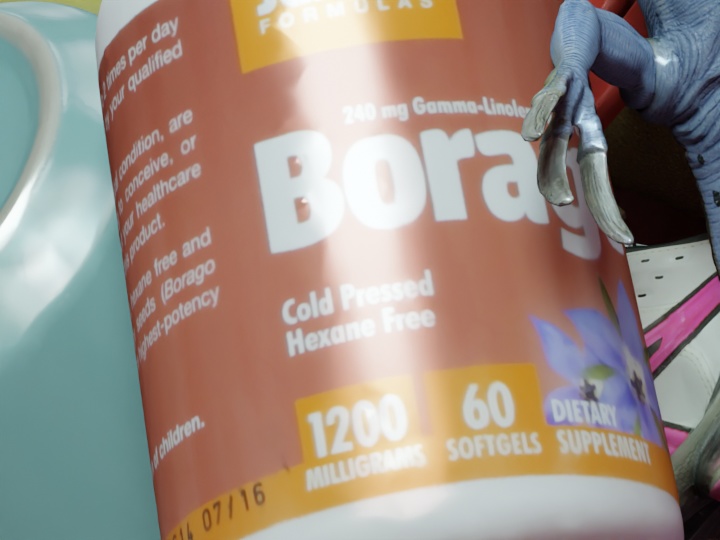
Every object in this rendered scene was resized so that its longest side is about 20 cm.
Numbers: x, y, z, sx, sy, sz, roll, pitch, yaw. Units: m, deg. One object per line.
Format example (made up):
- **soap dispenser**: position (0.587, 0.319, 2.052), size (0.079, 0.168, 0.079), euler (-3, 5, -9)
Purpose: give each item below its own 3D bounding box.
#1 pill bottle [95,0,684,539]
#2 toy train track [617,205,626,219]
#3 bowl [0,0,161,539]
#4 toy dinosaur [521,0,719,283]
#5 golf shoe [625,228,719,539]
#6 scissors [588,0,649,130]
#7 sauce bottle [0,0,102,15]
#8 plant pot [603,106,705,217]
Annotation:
- **pill bottle**: position (0.000, -0.018, 0.604), size (0.111, 0.112, 0.201), euler (-12, 70, 3)
- **toy train track**: position (0.000, 0.000, 0.767), size (0.115, 0.033, 0.200), euler (-39, 53, -16)
- **bowl**: position (-0.097, 0.009, 0.697), size (0.200, 0.105, 0.202), euler (-19, 45, 21)
- **toy dinosaur**: position (0.094, -0.068, 0.602), size (0.104, 0.183, 0.200), euler (-7, 19, 11)
- **golf shoe**: position (0.059, 0.039, 0.665), size (0.199, 0.073, 0.093), euler (-28, 64, 18)
- **scissors**: position (0.045, -0.039, 0.663), size (0.200, 0.014, 0.073), euler (-50, 54, 10)
- **sauce bottle**: position (-0.115, -0.096, 0.779), size (0.199, 0.065, 0.065), euler (11, 53, -1)
- **plant pot**: position (0.130, -0.081, 0.723), size (0.199, 0.187, 0.187), euler (1, 51, 29)
